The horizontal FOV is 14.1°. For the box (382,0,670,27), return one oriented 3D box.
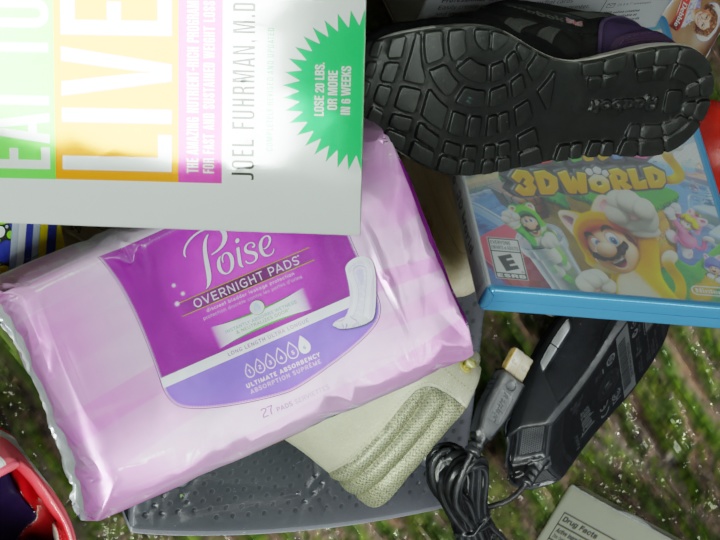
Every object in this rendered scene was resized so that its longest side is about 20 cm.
[{"bbox_3d":[0.114,-0.195,1.426,0.156,0.041,0.200,-6,144,-29],"label":"box"}]

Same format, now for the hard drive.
[{"bbox_3d":[-0.032,0.065,1.498,0.200,0.042,0.135,-3,106,-32],"label":"hard drive"}]

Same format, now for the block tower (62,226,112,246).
[{"bbox_3d":[-0.089,-0.096,1.402,0.054,0.058,0.200,15,97,-35],"label":"block tower"}]

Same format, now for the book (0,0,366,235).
[{"bbox_3d":[-0.097,-0.085,1.266,0.200,0.048,0.134,1,109,0],"label":"book"}]

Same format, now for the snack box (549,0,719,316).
[{"bbox_3d":[0.125,-0.078,1.566,0.072,0.024,0.200,33,86,-33],"label":"snack box"}]

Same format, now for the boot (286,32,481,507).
[{"bbox_3d":[0.000,0.000,1.435,0.155,0.072,0.200,33,79,-23],"label":"boot"}]

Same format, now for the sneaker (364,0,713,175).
[{"bbox_3d":[0.067,-0.096,1.418,0.200,0.088,0.076,2,115,-33],"label":"sneaker"}]

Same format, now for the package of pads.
[{"bbox_3d":[-0.061,0.022,1.333,0.200,0.076,0.121,-24,95,-11],"label":"package of pads"}]

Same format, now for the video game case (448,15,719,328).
[{"bbox_3d":[0.109,-0.058,1.457,0.143,0.200,0.018,4,140,-20],"label":"video game case"}]

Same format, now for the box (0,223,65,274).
[{"bbox_3d":[-0.192,-0.097,1.328,0.070,0.064,0.200,-19,115,-27],"label":"box"}]

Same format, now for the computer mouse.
[{"bbox_3d":[0.093,0.061,1.549,0.200,0.046,0.140,-53,152,-17],"label":"computer mouse"}]

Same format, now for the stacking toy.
[{"bbox_3d":[0.120,-0.046,1.512,0.200,0.085,0.086,-13,111,-25],"label":"stacking toy"}]

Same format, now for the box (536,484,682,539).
[{"bbox_3d":[0.133,0.242,1.609,0.109,0.128,0.200,36,84,-36],"label":"box"}]

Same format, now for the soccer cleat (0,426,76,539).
[{"bbox_3d":[-0.156,0.155,1.423,0.067,0.076,0.200,-36,121,-19],"label":"soccer cleat"}]
